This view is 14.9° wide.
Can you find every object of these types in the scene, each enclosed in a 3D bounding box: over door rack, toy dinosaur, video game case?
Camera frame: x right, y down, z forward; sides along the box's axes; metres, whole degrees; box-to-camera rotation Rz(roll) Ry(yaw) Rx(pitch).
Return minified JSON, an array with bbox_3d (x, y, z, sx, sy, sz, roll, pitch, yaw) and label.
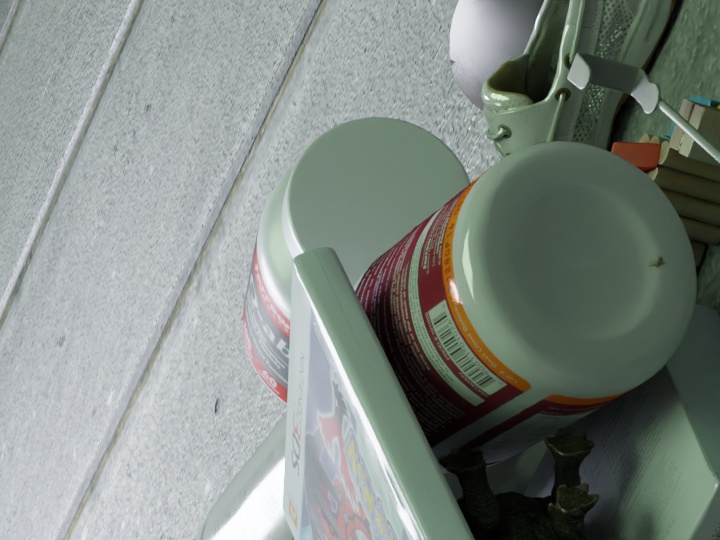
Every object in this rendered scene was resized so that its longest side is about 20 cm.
[{"bbox_3d":[0.187,-0.098,1.116,0.200,0.067,0.148,43,119,45],"label":"over door rack"},{"bbox_3d":[0.075,0.134,1.147,0.200,0.077,0.102,-128,26,-54],"label":"toy dinosaur"},{"bbox_3d":[0.009,0.121,1.181,0.182,0.023,0.200,94,157,-48],"label":"video game case"}]

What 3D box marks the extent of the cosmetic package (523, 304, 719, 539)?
[{"bbox_3d":[0.113,0.131,1.202,0.151,0.052,0.200,-109,38,-55],"label":"cosmetic package"}]

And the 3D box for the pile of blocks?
[{"bbox_3d":[0.128,-0.035,1.268,0.082,0.062,0.200,-94,27,-43],"label":"pile of blocks"}]

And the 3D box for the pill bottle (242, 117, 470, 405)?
[{"bbox_3d":[0.000,0.000,1.446,0.200,0.116,0.116,105,173,-69],"label":"pill bottle"}]

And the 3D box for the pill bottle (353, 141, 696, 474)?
[{"bbox_3d":[0.056,0.025,1.205,0.200,0.109,0.110,142,139,-62],"label":"pill bottle"}]

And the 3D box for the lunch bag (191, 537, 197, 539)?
[{"bbox_3d":[-0.083,0.253,1.517,0.200,0.127,0.170,110,163,-53],"label":"lunch bag"}]

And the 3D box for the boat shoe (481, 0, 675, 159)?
[{"bbox_3d":[0.091,-0.083,1.394,0.071,0.069,0.200,-120,46,-60],"label":"boat shoe"}]

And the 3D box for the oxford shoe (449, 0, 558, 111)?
[{"bbox_3d":[0.105,-0.157,1.448,0.071,0.071,0.200,-44,-14,-41],"label":"oxford shoe"}]

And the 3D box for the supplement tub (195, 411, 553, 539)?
[{"bbox_3d":[0.007,0.119,1.390,0.200,0.132,0.132,128,151,-49],"label":"supplement tub"}]
